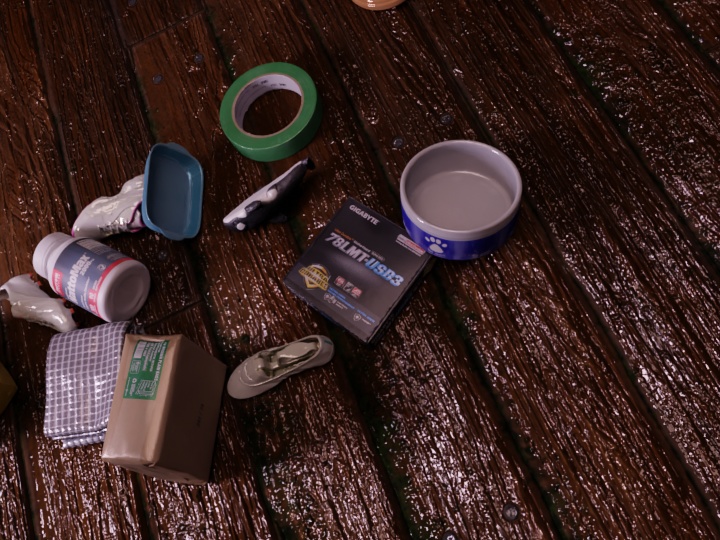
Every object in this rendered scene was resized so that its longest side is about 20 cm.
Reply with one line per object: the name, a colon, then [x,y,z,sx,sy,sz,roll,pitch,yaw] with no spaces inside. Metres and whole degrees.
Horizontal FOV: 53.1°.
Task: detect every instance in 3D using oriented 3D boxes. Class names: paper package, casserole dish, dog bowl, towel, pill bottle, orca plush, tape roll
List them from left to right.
pill bottle: [-0.498,0.006,1.323,0.199,0.120,0.120,22,75,22]
towel: [-0.462,0.195,1.254,0.164,0.086,0.202,-11,65,11]
paper package: [-0.304,0.221,1.143,0.102,0.191,0.202,0,66,14]
casserole dish: [-0.359,-0.145,1.361,0.039,0.121,0.202,-21,61,39]
tape roll: [-0.175,-0.312,1.414,0.198,0.048,0.202,-5,66,13]
orca plush: [-0.156,-0.125,1.337,0.200,0.071,0.105,-41,19,-9]
dog bowl: [0.166,-0.119,1.202,0.198,0.079,0.202,-3,55,4]

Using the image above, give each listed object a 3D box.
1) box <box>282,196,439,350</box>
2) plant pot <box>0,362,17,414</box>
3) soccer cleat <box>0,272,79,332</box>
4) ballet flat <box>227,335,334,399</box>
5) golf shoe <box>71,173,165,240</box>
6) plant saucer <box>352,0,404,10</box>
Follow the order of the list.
box: [0.000,0.000,1.238,0.199,0.050,0.199,34,80,24]
plant pot: [-0.740,0.212,1.268,0.175,0.200,0.201,29,77,12]
soccer cleat: [-0.602,0.074,1.345,0.199,0.070,0.077,29,49,29]
ballet flat: [-0.141,0.153,1.199,0.198,0.070,0.070,-22,64,5]
golf shoe: [-0.462,-0.103,1.382,0.199,0.075,0.092,-35,57,0]
plant saucer: [0.046,-0.635,1.469,0.198,0.037,0.202,-3,81,23]
